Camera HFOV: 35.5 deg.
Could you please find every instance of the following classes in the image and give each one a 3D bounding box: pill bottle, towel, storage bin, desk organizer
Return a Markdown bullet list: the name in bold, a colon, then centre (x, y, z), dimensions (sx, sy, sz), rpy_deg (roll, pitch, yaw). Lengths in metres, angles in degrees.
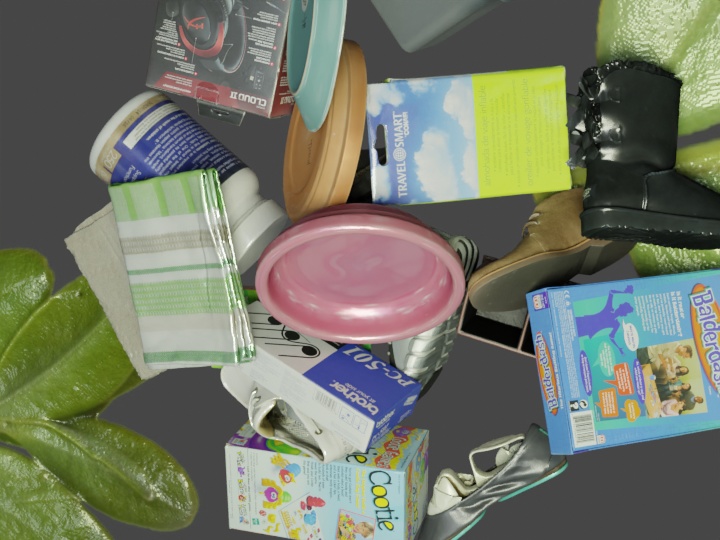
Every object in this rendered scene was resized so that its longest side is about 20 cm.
- **pill bottle**: centre (-0.181, -0.089, 1.201), dimensions (0.200, 0.116, 0.116), rpy_deg (40, 110, 6)
- **towel**: centre (-0.186, 0.003, 1.137), dimensions (0.149, 0.031, 0.201), rpy_deg (-6, 101, 33)
- **storage bin**: centre (0.060, -0.310, 1.073), dimensions (0.134, 0.146, 0.200), rpy_deg (-35, 89, 31)
- **towel**: centre (-0.247, 0.015, 1.278), dimensions (0.132, 0.034, 0.200), rpy_deg (-29, 89, 30)
- **desk organizer**: centre (0.203, 0.053, 1.128), dimensions (0.199, 0.077, 0.072), rpy_deg (17, 106, 14)

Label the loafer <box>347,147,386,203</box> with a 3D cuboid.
- **loafer**: centre (0.011, -0.099, 1.162), dimensions (0.072, 0.073, 0.200), rpy_deg (47, 109, 9)

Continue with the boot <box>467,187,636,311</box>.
- **boot**: centre (0.173, -0.021, 1.078), dimensions (0.076, 0.200, 0.074), rpy_deg (54, 149, 25)

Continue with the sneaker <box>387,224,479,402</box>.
- **sneaker**: centre (0.044, 0.038, 1.188), dimensions (0.115, 0.075, 0.201), rpy_deg (28, 110, 25)

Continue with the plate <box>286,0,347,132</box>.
- **plate**: centre (-0.046, -0.231, 1.049), dimensions (0.025, 0.200, 0.201), rpy_deg (3, 104, -13)

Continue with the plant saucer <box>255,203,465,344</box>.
- **plant saucer**: centre (0.000, 0.000, 1.077), dimensions (0.200, 0.201, 0.051), rpy_deg (-13, 53, 20)

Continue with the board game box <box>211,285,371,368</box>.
- **board game box**: centre (-0.077, 0.068, 1.239), dimensions (0.199, 0.030, 0.096), rpy_deg (4, 103, 26)

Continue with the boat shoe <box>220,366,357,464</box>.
- **boat shoe**: centre (-0.088, 0.144, 1.189), dimensions (0.200, 0.069, 0.071), rpy_deg (22, 127, 37)

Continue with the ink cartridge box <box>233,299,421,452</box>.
- **ink cartridge box**: centre (-0.046, 0.100, 1.153), dimensions (0.200, 0.094, 0.044), rpy_deg (30, 123, 21)

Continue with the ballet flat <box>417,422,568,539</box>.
- **ballet flat**: centre (0.125, 0.228, 1.196), dimensions (0.200, 0.073, 0.073), rpy_deg (-37, 89, 15)

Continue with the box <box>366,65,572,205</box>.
- **box**: centre (0.101, -0.130, 1.090), dimensions (0.199, 0.048, 0.122), rpy_deg (-6, 97, -9)

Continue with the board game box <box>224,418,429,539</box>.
- **board game box**: centre (-0.034, 0.227, 1.223), dimensions (0.199, 0.103, 0.105), rpy_deg (6, 110, 17)

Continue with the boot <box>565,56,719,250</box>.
- **boot**: centre (0.287, -0.107, 1.061), dimensions (0.198, 0.073, 0.163), rpy_deg (6, 78, -17)

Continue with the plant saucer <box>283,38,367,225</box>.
- **plant saucer**: centre (-0.041, -0.130, 1.110), dimensions (0.032, 0.200, 0.201), rpy_deg (8, 106, -17)

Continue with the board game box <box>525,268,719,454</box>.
- **board game box**: centre (0.263, 0.083, 1.055), dimensions (0.199, 0.045, 0.153), rpy_deg (-5, 83, -19)

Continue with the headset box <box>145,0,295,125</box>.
- **headset box**: centre (-0.133, -0.254, 1.171), dimensions (0.148, 0.075, 0.201), rpy_deg (16, 105, 15)
